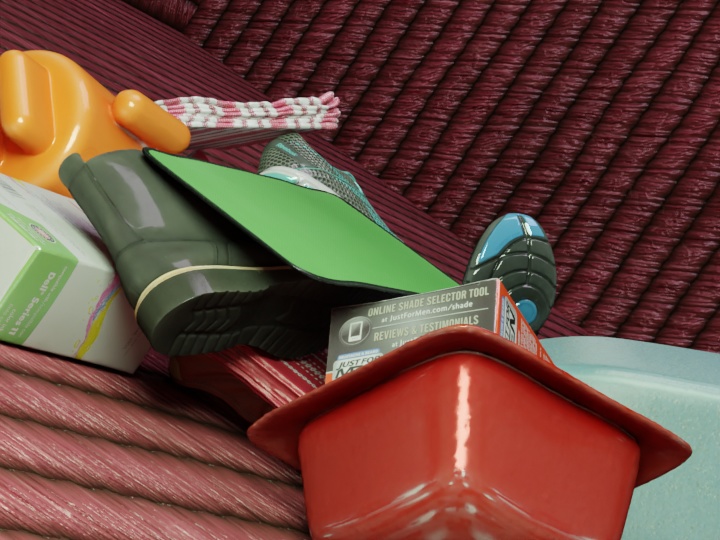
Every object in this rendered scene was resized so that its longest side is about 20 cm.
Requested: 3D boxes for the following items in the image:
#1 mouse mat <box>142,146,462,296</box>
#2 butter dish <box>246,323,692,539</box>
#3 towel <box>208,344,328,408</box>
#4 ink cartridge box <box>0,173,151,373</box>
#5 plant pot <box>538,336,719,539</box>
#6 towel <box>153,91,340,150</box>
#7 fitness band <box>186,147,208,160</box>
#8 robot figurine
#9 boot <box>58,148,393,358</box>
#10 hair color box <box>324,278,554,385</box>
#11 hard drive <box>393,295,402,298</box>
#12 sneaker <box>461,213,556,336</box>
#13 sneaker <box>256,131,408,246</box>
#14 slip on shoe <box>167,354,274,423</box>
[{"bbox_3d":[-0.026,-0.024,1.347,0.161,0.008,0.200,37,16,35],"label":"mouse mat"},{"bbox_3d":[0.058,0.144,1.236,0.200,0.199,0.148,30,49,-31],"label":"butter dish"},{"bbox_3d":[-0.025,0.059,1.426,0.145,0.022,0.200,39,18,11],"label":"towel"},{"bbox_3d":[-0.191,0.000,1.351,0.117,0.067,0.200,39,9,30],"label":"ink cartridge box"},{"bbox_3d":[0.164,0.144,1.546,0.200,0.196,0.196,14,7,2],"label":"plant pot"},{"bbox_3d":[-0.131,-0.113,1.647,0.200,0.030,0.146,-3,-3,-45],"label":"towel"},{"bbox_3d":[-0.103,-0.025,1.746,0.144,0.037,0.200,44,-20,-2],"label":"fitness band"},{"bbox_3d":[-0.204,-0.074,1.481,0.117,0.144,0.200,36,-3,34],"label":"robot figurine"},{"bbox_3d":[-0.080,-0.020,1.345,0.200,0.077,0.138,6,41,-51],"label":"boot"},{"bbox_3d":[0.068,0.090,1.344,0.200,0.111,0.064,54,33,-47],"label":"hair color box"},{"bbox_3d":[0.000,0.000,1.527,0.200,0.038,0.140,31,-7,-20],"label":"hard drive"},{"bbox_3d":[0.097,0.052,1.646,0.073,0.200,0.082,5,11,-14],"label":"sneaker"},{"bbox_3d":[-0.007,-0.033,1.658,0.200,0.078,0.091,45,28,-31],"label":"sneaker"},{"bbox_3d":[-0.040,0.088,1.457,0.200,0.061,0.074,29,19,-18],"label":"slip on shoe"}]
